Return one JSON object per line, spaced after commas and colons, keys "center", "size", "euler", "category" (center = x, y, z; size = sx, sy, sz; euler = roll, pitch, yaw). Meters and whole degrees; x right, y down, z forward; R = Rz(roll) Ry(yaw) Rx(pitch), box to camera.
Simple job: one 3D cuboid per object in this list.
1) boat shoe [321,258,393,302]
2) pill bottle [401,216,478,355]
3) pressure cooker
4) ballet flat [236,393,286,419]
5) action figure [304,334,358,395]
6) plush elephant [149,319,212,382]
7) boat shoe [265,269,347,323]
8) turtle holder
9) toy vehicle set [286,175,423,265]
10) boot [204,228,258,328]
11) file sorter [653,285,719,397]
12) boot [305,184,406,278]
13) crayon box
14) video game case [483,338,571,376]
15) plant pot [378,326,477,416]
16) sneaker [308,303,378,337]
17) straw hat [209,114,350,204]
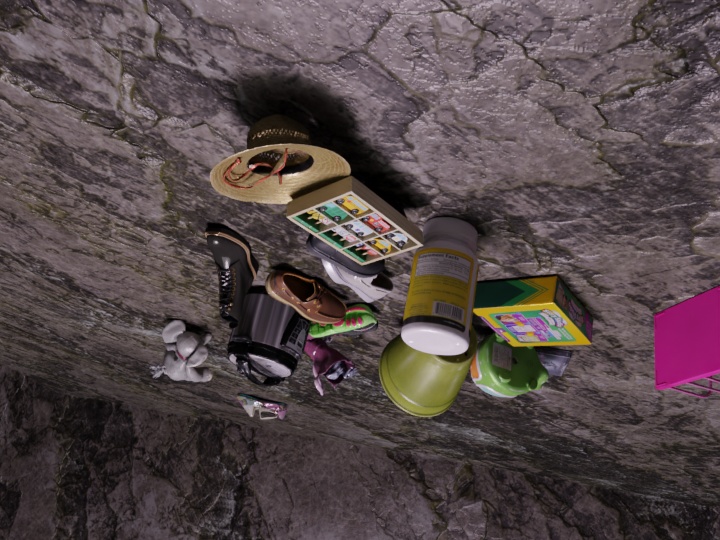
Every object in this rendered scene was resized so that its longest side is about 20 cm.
{"center": [0.000, 0.000, 1.407], "size": [0.069, 0.072, 0.200], "euler": [-19, 144, 25], "category": "boat shoe"}
{"center": [0.135, 0.025, 1.210], "size": [0.111, 0.205, 0.115], "euler": [10, 157, 4], "category": "pill bottle"}
{"center": [-0.216, 0.163, 1.708], "size": [0.172, 0.204, 0.179], "euler": [20, 156, -14], "category": "pressure cooker"}
{"center": [-0.373, 0.514, 2.750], "size": [0.195, 0.073, 0.069], "euler": [13, 158, 1], "category": "ballet flat"}
{"center": [-0.103, 0.201, 1.804], "size": [0.199, 0.149, 0.135], "euler": [38, 159, 28], "category": "action figure"}
{"center": [-0.486, 0.225, 2.084], "size": [0.155, 0.166, 0.199], "euler": [-44, 167, 22], "category": "plush elephant"}
{"center": [-0.107, 0.057, 1.576], "size": [0.197, 0.074, 0.067], "euler": [28, 155, -26], "category": "boat shoe"}
{"center": [0.323, 0.206, 1.620], "size": [0.182, 0.144, 0.132], "euler": [-11, 164, -32], "category": "turtle holder"}
{"center": [-0.005, -0.071, 1.140], "size": [0.122, 0.027, 0.199], "euler": [-18, 149, 32], "category": "toy vehicle set"}
{"center": [-0.266, 0.017, 1.481], "size": [0.076, 0.141, 0.201], "euler": [3, 154, 20], "category": "boot"}
{"center": [0.623, 0.130, 1.281], "size": [0.122, 0.142, 0.200], "euler": [14, 157, -12], "category": "file sorter"}
{"center": [0.018, -0.062, 1.267], "size": [0.162, 0.067, 0.199], "euler": [16, 150, -27], "category": "boot"}
{"center": [0.333, 0.083, 1.425], "size": [0.169, 0.060, 0.199], "euler": [-7, 150, 36], "category": "crayon box"}
{"center": [0.382, 0.204, 1.724], "size": [0.195, 0.019, 0.144], "euler": [9, 157, 11], "category": "video game case"}
{"center": [0.160, 0.186, 1.605], "size": [0.196, 0.204, 0.194], "euler": [16, 146, -9], "category": "plant pot"}
{"center": [-0.043, 0.129, 1.700], "size": [0.197, 0.078, 0.084], "euler": [-6, 147, 39], "category": "sneaker"}
{"center": [-0.114, -0.170, 1.041], "size": [0.195, 0.087, 0.202], "euler": [-6, 161, -2], "category": "straw hat"}
